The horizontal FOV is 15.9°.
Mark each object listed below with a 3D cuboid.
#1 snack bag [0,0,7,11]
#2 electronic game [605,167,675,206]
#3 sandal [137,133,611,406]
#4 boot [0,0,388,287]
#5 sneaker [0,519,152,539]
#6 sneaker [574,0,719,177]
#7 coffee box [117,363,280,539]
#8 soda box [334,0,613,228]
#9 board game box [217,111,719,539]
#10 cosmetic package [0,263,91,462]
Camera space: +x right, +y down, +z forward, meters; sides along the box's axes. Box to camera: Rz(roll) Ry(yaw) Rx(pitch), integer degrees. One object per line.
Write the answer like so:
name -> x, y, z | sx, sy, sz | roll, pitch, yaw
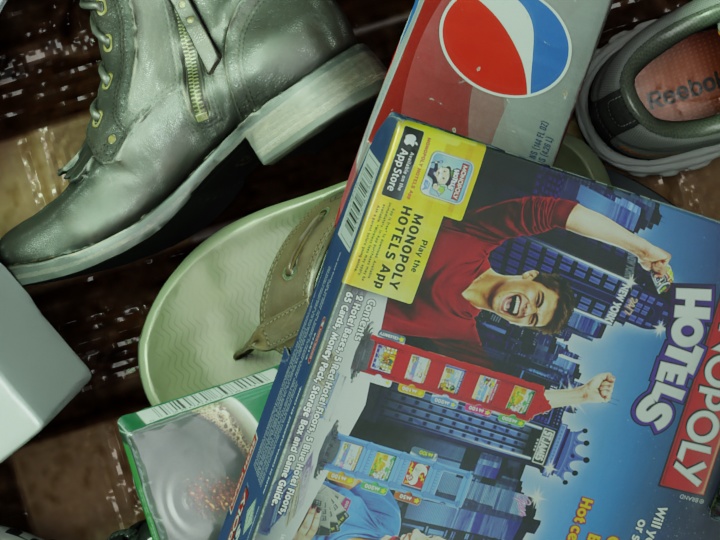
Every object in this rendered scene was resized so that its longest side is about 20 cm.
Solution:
snack bag -> -0.233, -0.116, 1.021 | 0.189, 0.021, 0.200 | 37, 104, 8
electronic game -> 0.065, 0.052, 1.039 | 0.200, 0.042, 0.200 | 0, 92, 10
sandal -> 0.000, -0.001, 0.997 | 0.201, 0.057, 0.080 | -27, 86, 10
boot -> -0.095, -0.102, 1.022 | 0.200, 0.069, 0.174 | -31, 86, 12
sneaker -> -0.097, 0.116, 1.018 | 0.112, 0.073, 0.200 | 37, 104, 0
sneaker -> 0.181, -0.094, 1.013 | 0.200, 0.079, 0.074 | -27, 90, 1
coffee box -> 0.022, 0.081, 0.959 | 0.200, 0.044, 0.123 | -17, 95, -10
soda box -> 0.056, -0.096, 0.975 | 0.070, 0.063, 0.200 | 22, 58, 0
board game box -> 0.069, 0.066, 0.897 | 0.200, 0.062, 0.200 | 18, 100, -12
cosmetic package -> -0.215, 0.070, 1.005 | 0.200, 0.071, 0.101 | -39, 95, 17
